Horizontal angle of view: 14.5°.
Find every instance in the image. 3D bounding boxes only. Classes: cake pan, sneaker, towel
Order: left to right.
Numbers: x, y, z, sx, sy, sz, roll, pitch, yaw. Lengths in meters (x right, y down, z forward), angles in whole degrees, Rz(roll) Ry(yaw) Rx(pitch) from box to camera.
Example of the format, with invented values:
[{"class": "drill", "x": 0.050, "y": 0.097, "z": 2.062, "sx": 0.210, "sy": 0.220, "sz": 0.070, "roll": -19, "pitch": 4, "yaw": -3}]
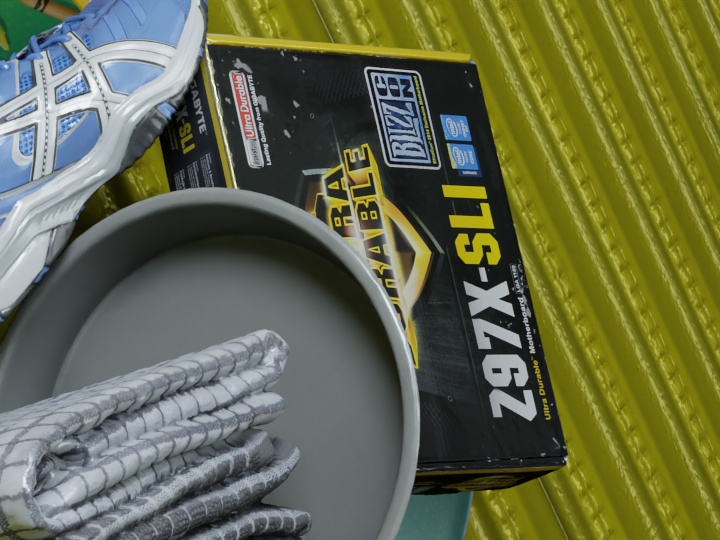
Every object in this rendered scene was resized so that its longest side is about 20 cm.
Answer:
[{"class": "towel", "x": -0.126, "y": 0.097, "z": 1.044, "sx": 0.200, "sy": 0.165, "sz": 0.086, "roll": -21, "pitch": 93, "yaw": -62}, {"class": "sneaker", "x": -0.135, "y": -0.065, "z": 1.177, "sx": 0.077, "sy": 0.076, "sz": 0.200, "roll": 44, "pitch": 64, "yaw": -23}, {"class": "cake pan", "x": -0.061, "y": 0.068, "z": 1.147, "sx": 0.037, "sy": 0.200, "sz": 0.201, "roll": 20, "pitch": 54, "yaw": -63}]

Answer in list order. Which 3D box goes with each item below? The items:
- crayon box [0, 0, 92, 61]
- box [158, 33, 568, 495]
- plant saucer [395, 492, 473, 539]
[{"class": "crayon box", "x": -0.167, "y": -0.181, "z": 1.246, "sx": 0.200, "sy": 0.058, "sz": 0.119, "roll": 49, "pitch": 33, "yaw": -34}, {"class": "box", "x": 0.000, "y": 0.000, "z": 1.241, "sx": 0.160, "sy": 0.049, "sz": 0.200, "roll": 2, "pitch": 69, "yaw": -41}, {"class": "plant saucer", "x": -0.001, "y": 0.118, "z": 1.324, "sx": 0.200, "sy": 0.036, "sz": 0.200, "roll": -40, "pitch": 137, "yaw": -53}]
